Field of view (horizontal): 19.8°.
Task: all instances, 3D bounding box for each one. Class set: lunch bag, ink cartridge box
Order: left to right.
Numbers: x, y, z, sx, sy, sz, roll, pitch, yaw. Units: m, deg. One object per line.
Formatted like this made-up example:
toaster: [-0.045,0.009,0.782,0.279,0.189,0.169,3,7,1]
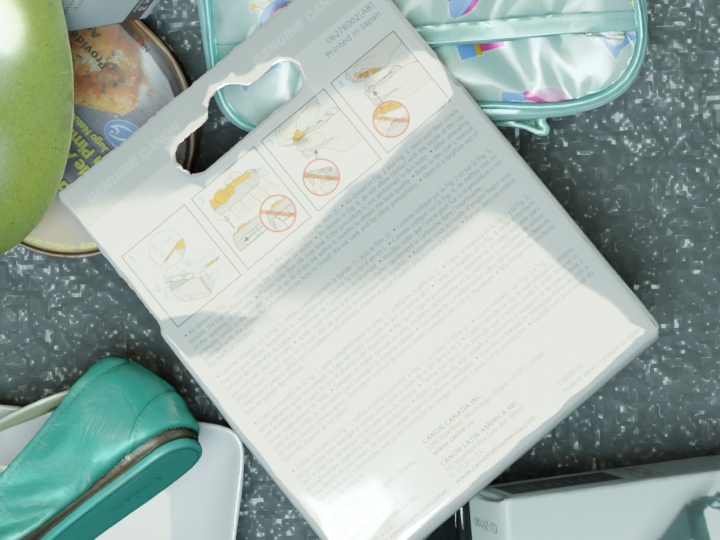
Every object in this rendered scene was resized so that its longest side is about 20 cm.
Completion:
ink cartridge box: [0.000,0.000,0.842,0.161,0.050,0.200,-39,83,-1]
lunch bag: [0.028,-0.134,0.878,0.198,0.077,0.162,-6,93,5]
ink cartridge box: [0.149,0.168,0.873,0.198,0.044,0.175,-6,93,-18]

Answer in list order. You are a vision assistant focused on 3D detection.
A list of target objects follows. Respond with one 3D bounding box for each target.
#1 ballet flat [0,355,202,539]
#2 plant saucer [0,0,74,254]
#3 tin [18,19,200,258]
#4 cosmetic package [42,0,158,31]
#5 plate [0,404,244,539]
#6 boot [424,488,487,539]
ballet flat: [-0.157,0.110,0.890,0.200,0.067,0.071,-41,66,5]
plant saucer: [-0.198,-0.095,0.851,0.199,0.031,0.202,17,118,34]
tin: [-0.157,-0.093,0.915,0.112,0.042,0.200,-44,90,1]
cosmetic package: [-0.139,-0.207,0.842,0.200,0.081,0.113,52,126,17]
plate: [-0.156,0.158,0.933,0.198,0.032,0.202,6,94,4]
boot: [-0.027,0.146,0.885,0.161,0.073,0.200,-5,98,-12]
